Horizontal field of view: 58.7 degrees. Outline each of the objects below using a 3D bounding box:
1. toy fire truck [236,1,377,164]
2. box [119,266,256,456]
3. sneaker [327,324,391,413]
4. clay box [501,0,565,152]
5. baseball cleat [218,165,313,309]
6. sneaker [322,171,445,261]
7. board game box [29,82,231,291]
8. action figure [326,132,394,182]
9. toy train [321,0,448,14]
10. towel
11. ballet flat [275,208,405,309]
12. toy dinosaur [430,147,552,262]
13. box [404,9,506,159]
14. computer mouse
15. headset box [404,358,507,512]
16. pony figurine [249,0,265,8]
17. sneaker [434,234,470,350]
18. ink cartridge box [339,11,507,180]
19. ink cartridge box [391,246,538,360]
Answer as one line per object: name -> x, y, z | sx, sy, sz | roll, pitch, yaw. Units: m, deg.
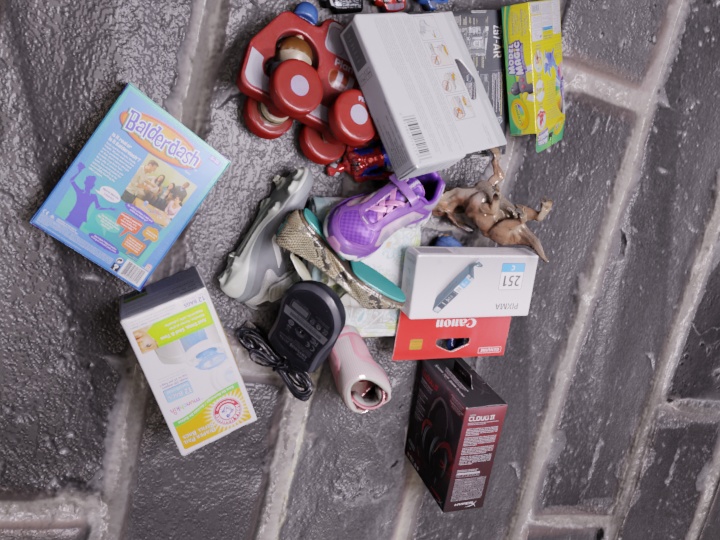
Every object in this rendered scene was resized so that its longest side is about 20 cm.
toy fire truck -> -0.055, -0.246, 0.820 | 0.197, 0.112, 0.171 | 21, 72, -26
box -> -0.224, 0.117, 0.840 | 0.111, 0.101, 0.203 | -22, 111, -15
sneaker -> 0.007, 0.173, 0.918 | 0.074, 0.105, 0.201 | -26, 140, -2
clay box -> 0.254, -0.282, 0.932 | 0.114, 0.047, 0.204 | -29, 118, -47
baseball cleat -> -0.107, -0.040, 0.871 | 0.106, 0.070, 0.201 | 33, 101, -29
sneaker -> 0.038, -0.083, 0.823 | 0.199, 0.088, 0.081 | -30, 84, -38
board game box -> -0.279, -0.101, 0.790 | 0.151, 0.045, 0.201 | 37, 89, -26
action figure -> 0.046, -0.163, 0.875 | 0.196, 0.052, 0.066 | -15, 110, 12
toy train -> 0.040, -0.367, 0.854 | 0.196, 0.034, 0.047 | -12, 112, -19
towel -> 0.000, 0.000, 0.912 | 0.168, 0.048, 0.204 | 0, 104, -26
ballet flat -> -0.031, 0.002, 0.844 | 0.199, 0.068, 0.075 | 40, 107, -22
toy dinosaur -> 0.189, -0.078, 0.932 | 0.199, 0.136, 0.086 | 42, 49, 4
box -> 0.132, -0.262, 0.915 | 0.157, 0.043, 0.204 | -10, 108, -20
computer mouse -> -0.077, 0.075, 0.851 | 0.138, 0.201, 0.053 | 43, 43, 5
headset box -> 0.144, 0.238, 0.988 | 0.074, 0.149, 0.204 | 1, 111, -22
pony figurine -> -0.162, -0.418, 0.710 | 0.193, 0.167, 0.200 | 43, 90, 6
sneaker -> 0.147, 0.046, 0.988 | 0.087, 0.075, 0.202 | -30, 113, -12
ink cartridge box -> 0.083, -0.229, 0.816 | 0.172, 0.043, 0.203 | -18, 84, -37
ink cartridge box -> 0.151, 0.056, 0.932 | 0.196, 0.045, 0.180 | 0, 109, -20
